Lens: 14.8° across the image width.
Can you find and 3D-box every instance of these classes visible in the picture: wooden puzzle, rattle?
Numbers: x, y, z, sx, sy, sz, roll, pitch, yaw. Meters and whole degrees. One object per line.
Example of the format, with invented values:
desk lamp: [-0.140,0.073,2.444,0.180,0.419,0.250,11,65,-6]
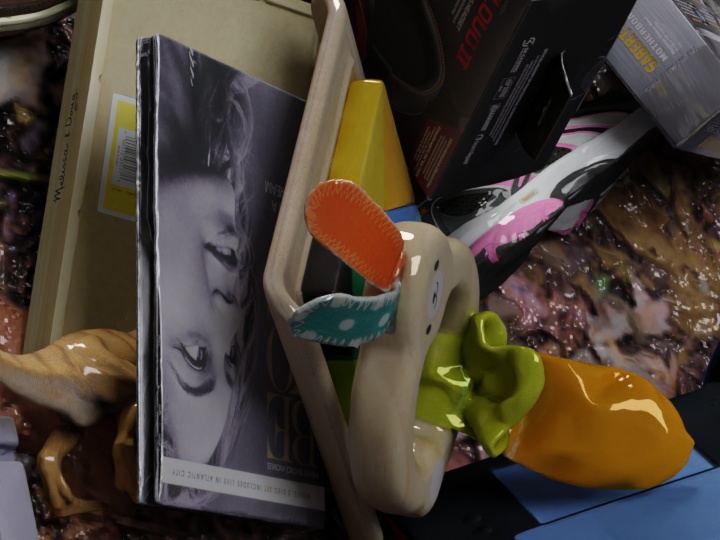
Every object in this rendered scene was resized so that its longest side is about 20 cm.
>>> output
wooden puzzle: [0.000,0.000,1.278,0.185,0.037,0.200,73,18,-48]
rattle: [0.056,0.039,1.184,0.143,0.200,0.130,27,63,21]

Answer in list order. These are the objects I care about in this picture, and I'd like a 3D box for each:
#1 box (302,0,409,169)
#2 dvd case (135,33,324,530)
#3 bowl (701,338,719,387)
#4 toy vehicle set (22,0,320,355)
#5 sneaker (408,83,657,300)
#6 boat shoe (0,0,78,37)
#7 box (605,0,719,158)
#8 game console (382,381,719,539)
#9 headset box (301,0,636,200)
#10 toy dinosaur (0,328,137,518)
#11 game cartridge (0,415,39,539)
box: [-0.013,-0.158,1.423,0.156,0.041,0.200,22,49,-6]
dvd case: [-0.055,0.009,1.219,0.149,0.016,0.201,20,67,-62]
bowl: [0.218,0.109,1.353,0.039,0.201,0.201,-4,64,-19]
toy vehicle set: [-0.082,-0.041,1.280,0.124,0.026,0.200,17,72,-31]
sneaker: [0.086,-0.064,1.445,0.086,0.080,0.200,44,37,9]
boat shoe: [-0.132,-0.172,1.312,0.202,0.075,0.075,-23,62,-33]
box: [0.161,-0.135,1.498,0.159,0.048,0.200,53,15,12]
game console: [0.125,0.110,1.262,0.200,0.031,0.177,-16,27,-13]
headset box: [0.045,-0.144,1.310,0.075,0.149,0.200,-16,62,-31]
toy dinosaur: [-0.121,0.050,1.183,0.200,0.060,0.107,-3,83,-58]
game cartridge: [-0.182,0.152,1.113,0.129,0.038,0.200,2,61,-34]
